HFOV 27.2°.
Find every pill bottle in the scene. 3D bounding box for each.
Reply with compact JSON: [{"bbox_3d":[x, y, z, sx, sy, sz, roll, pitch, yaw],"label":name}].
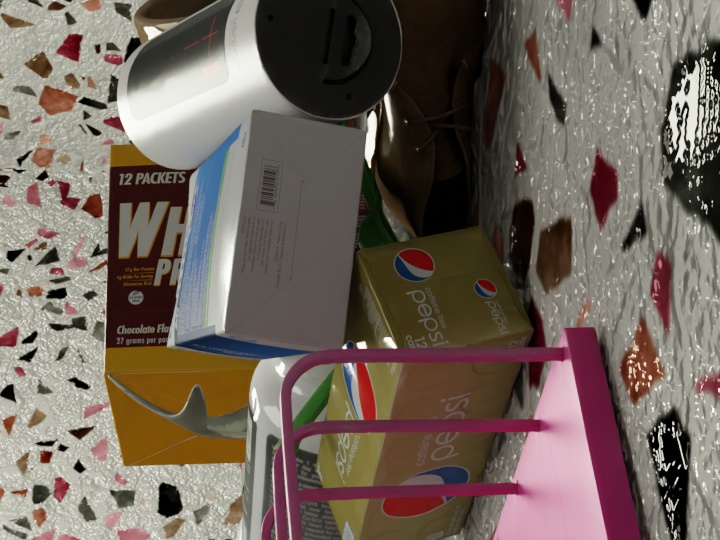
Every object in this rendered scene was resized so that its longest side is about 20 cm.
[{"bbox_3d":[-0.013,0.109,0.909,0.116,0.114,0.202,-102,15,-59],"label":"pill bottle"}]

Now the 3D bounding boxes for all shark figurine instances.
[{"bbox_3d":[-0.054,0.063,0.993,0.089,0.213,0.129,35,148,43],"label":"shark figurine"}]

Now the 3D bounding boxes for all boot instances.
[{"bbox_3d":[0.040,-0.091,0.767,0.201,0.073,0.076,89,162,-51],"label":"boot"}]

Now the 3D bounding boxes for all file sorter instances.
[{"bbox_3d":[0.024,0.139,0.585,0.201,0.124,0.140,100,168,-48],"label":"file sorter"}]

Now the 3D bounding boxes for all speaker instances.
[{"bbox_3d":[-0.058,-0.103,0.773,0.199,0.080,0.082,-6,83,62],"label":"speaker"}]

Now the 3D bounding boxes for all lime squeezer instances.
[{"bbox_3d":[0.000,0.000,0.809,0.038,0.070,0.203,17,-104,-57],"label":"lime squeezer"}]

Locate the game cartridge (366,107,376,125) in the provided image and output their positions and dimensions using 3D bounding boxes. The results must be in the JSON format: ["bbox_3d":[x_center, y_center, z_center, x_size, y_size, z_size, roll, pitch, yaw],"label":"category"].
[{"bbox_3d":[0.028,-0.153,0.949,0.130,0.038,0.203,-136,48,-74],"label":"game cartridge"}]

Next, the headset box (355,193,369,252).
[{"bbox_3d":[-0.030,-0.003,1.201,0.149,0.076,0.203,110,158,-68],"label":"headset box"}]

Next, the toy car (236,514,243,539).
[{"bbox_3d":[-0.045,0.242,1.153,0.201,0.176,0.184,-58,1,13],"label":"toy car"}]

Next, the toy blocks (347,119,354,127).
[{"bbox_3d":[-0.047,-0.091,1.043,0.137,0.099,0.202,53,135,47],"label":"toy blocks"}]

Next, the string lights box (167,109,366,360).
[{"bbox_3d":[-0.054,-0.010,0.763,0.200,0.058,0.104,163,115,-75],"label":"string lights box"}]

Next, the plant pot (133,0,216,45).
[{"bbox_3d":[-0.084,-0.173,1.327,0.201,0.198,0.176,-107,1,-67],"label":"plant pot"}]

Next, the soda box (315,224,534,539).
[{"bbox_3d":[0.027,0.068,0.745,0.201,0.067,0.064,102,151,-53],"label":"soda box"}]

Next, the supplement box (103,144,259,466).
[{"bbox_3d":[-0.137,0.031,1.236,0.198,0.131,0.202,97,170,-61],"label":"supplement box"}]
